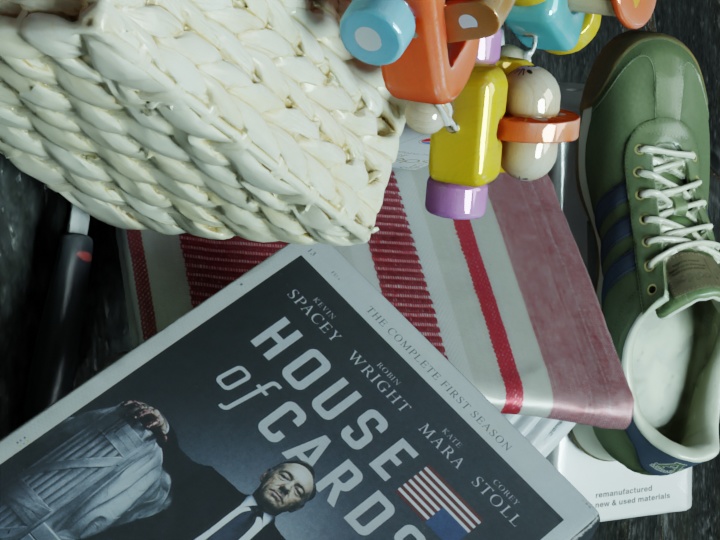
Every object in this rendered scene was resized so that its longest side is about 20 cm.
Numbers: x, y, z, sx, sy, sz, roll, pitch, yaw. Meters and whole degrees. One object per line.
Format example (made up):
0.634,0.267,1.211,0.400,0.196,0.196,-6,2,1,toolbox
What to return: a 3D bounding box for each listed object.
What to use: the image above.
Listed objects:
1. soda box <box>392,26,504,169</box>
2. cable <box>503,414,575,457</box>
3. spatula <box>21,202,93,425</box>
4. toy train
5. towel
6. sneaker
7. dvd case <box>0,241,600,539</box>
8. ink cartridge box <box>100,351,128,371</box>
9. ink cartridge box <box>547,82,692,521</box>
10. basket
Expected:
0.012,-0.146,0.850,0.063,0.068,0.202,5,78,-33,soda box
0.018,0.090,0.931,0.069,0.200,0.200,47,5,2,cable
-0.109,-0.029,0.797,0.056,0.020,0.202,24,68,-63,spatula
0.059,-0.103,0.752,0.200,0.055,0.151,-57,149,-44,toy train
0.000,0.000,0.835,0.145,0.198,0.023,-105,-150,-44,towel
0.141,-0.005,0.956,0.090,0.067,0.202,-160,-108,-68,sneaker
-0.038,0.088,0.705,0.200,0.150,0.025,-36,160,-30,dvd case
-0.066,0.121,0.772,0.201,0.115,0.068,-70,157,-45,ink cartridge box
0.098,0.011,1.071,0.145,0.083,0.202,-161,-111,-64,ink cartridge box
-0.073,-0.097,0.707,0.200,0.135,0.124,38,62,-56,basket
